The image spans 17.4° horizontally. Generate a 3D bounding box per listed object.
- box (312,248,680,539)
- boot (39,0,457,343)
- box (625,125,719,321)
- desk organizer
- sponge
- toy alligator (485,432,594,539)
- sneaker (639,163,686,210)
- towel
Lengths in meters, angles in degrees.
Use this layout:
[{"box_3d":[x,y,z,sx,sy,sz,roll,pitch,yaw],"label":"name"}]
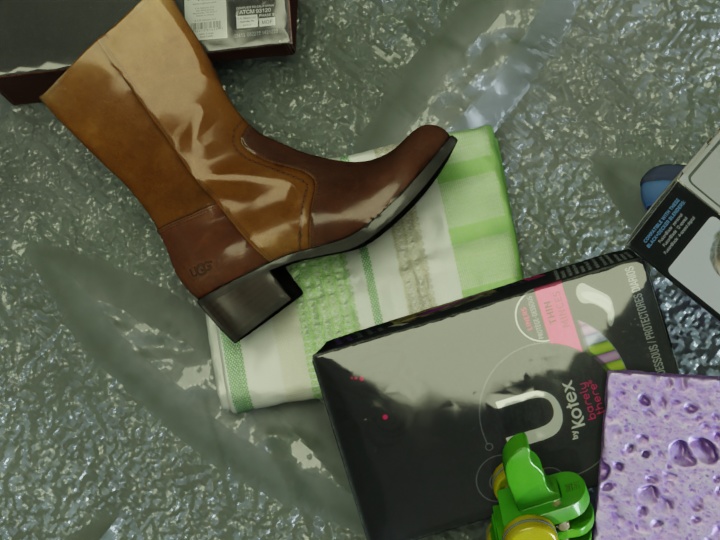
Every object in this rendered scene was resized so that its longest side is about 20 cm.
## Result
[{"box_3d":[0.085,0.073,1.377,0.200,0.106,0.123,-18,92,5],"label":"box"},{"box_3d":[-0.065,-0.088,1.425,0.188,0.068,0.200,-37,89,11],"label":"boot"},{"box_3d":[0.259,0.003,1.305,0.200,0.060,0.117,39,43,5],"label":"box"},{"box_3d":[-0.137,-0.155,1.482,0.199,0.077,0.072,-6,79,7],"label":"desk organizer"},{"box_3d":[0.183,0.158,1.310,0.111,0.030,0.201,5,94,3],"label":"sponge"},{"box_3d":[0.099,0.171,1.319,0.054,0.200,0.059,0,35,-5],"label":"toy alligator"},{"box_3d":[0.245,0.006,1.398,0.200,0.074,0.082,32,87,14],"label":"sneaker"},{"box_3d":[0.000,0.000,1.461,0.200,0.031,0.150,-11,80,4],"label":"towel"}]
